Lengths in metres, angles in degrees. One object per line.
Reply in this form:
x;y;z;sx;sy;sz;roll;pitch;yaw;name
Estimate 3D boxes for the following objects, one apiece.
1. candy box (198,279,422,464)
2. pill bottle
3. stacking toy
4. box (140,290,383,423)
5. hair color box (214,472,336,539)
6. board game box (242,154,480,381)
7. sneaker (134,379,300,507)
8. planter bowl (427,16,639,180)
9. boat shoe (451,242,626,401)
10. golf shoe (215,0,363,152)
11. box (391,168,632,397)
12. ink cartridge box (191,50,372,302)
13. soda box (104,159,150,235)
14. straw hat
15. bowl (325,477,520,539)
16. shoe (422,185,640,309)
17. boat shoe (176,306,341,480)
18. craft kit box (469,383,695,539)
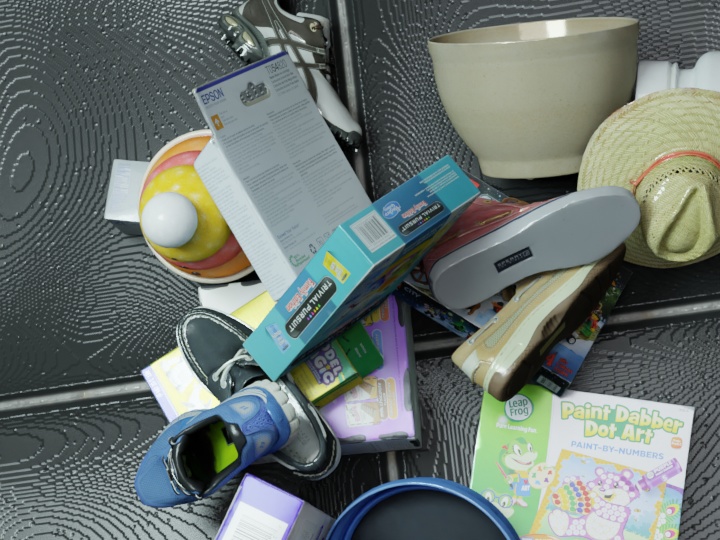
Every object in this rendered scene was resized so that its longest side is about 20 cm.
-0.048;0.092;1.698;0.199;0.072;0.169;-6;75;7;candy box
0.359;-0.148;1.670;0.199;0.114;0.115;4;76;10;pill bottle
-0.158;-0.054;1.614;0.145;0.200;0.147;1;95;11;stacking toy
-0.088;0.091;1.643;0.199;0.048;0.118;-33;75;-1;box
-0.080;0.254;1.594;0.065;0.200;0.110;24;81;16;hair color box
0.000;0.000;1.537;0.047;0.200;0.151;49;48;8;board game box
-0.144;0.158;1.544;0.200;0.089;0.079;-36;82;42;sneaker
0.168;-0.161;1.681;0.199;0.200;0.136;-4;103;8;planter bowl
0.160;0.026;1.607;0.076;0.072;0.200;34;59;24;boat shoe
-0.053;-0.207;1.773;0.094;0.078;0.200;-42;74;-3;golf shoe
0.137;0.008;1.667;0.199;0.038;0.137;31;64;4;box
-0.074;-0.091;1.638;0.040;0.199;0.201;-26;94;29;ink cartridge box
-0.146;-0.064;1.755;0.199;0.068;0.064;5;79;11;soda box
0.292;-0.058;1.610;0.200;0.202;0.085;-6;36;8;straw hat
0.061;0.283;1.608;0.199;0.039;0.202;4;102;19;bowl
0.146;-0.041;1.596;0.199;0.072;0.091;-23;36;3;shoe
-0.094;0.103;1.586;0.200;0.060;0.076;41;87;14;boat shoe
0.199;0.211;1.643;0.199;0.049;0.199;7;74;11;craft kit box
